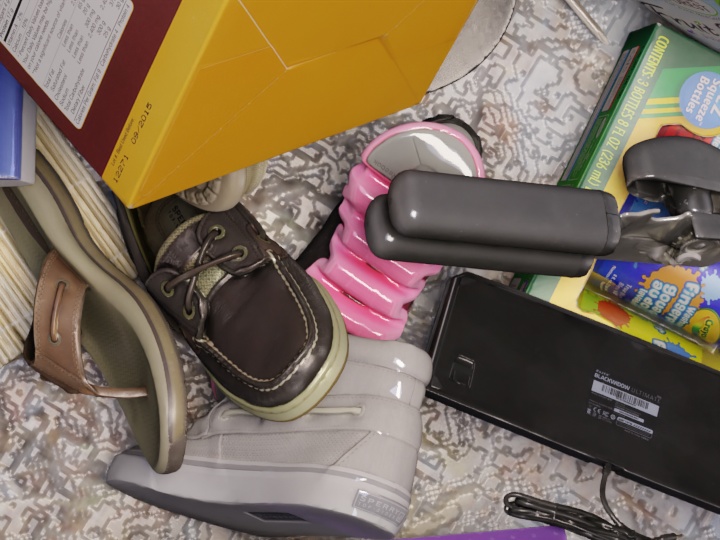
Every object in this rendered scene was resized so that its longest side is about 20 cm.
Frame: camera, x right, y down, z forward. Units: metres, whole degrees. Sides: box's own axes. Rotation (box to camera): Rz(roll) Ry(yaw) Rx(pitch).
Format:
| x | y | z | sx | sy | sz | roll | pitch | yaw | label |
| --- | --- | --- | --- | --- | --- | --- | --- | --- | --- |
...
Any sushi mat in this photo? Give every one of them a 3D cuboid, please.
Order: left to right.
| x | y | z | sx | sy | sz | roll | pitch | yaw | label |
| --- | --- | --- | --- | --- | --- | --- | --- | --- | --- |
| -0.199 | -0.055 | 1.365 | 0.096 | 0.012 | 0.200 | -36 | 94 | -6 | sushi mat |

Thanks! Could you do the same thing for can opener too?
| x | y | z | sx | sy | sz | roll | pitch | yaw | label |
| --- | --- | --- | --- | --- | --- | --- | --- | --- | --- |
| 0.098 | -0.034 | 1.288 | 0.199 | 0.053 | 0.067 | 5 | 64 | -24 | can opener |

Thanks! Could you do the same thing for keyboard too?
| x | y | z | sx | sy | sz | roll | pitch | yaw | label |
| --- | --- | --- | --- | --- | --- | --- | --- | --- | --- |
| 0.120 | 0.086 | 1.304 | 0.200 | 0.021 | 0.127 | 22 | 56 | -6 | keyboard |

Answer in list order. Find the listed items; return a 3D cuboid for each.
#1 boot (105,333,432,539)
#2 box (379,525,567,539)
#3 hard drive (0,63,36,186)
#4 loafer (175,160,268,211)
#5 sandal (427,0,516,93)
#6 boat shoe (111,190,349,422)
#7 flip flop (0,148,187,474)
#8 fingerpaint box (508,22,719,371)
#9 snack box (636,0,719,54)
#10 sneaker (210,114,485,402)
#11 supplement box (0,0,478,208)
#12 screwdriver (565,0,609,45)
| x | y | z | sx | sy | sz | roll | pitch | yaw | label |
| --- | --- | --- | --- | --- | --- | --- | --- | --- | --- |
| -0.041 | 0.075 | 1.314 | 0.073 | 0.200 | 0.096 | 30 | 69 | -40 | boot |
| -0.002 | 0.174 | 1.327 | 0.199 | 0.137 | 0.039 | -4 | 64 | -6 | box |
| -0.218 | -0.140 | 1.317 | 0.132 | 0.025 | 0.201 | -2 | 83 | 22 | hard drive |
| -0.082 | -0.112 | 1.311 | 0.068 | 0.076 | 0.200 | -8 | 52 | -25 | loafer |
| -0.009 | -0.114 | 1.370 | 0.200 | 0.045 | 0.075 | -21 | 93 | -6 | sandal |
| -0.073 | 0.003 | 1.290 | 0.073 | 0.200 | 0.065 | -49 | 128 | 2 | boat shoe |
| -0.143 | 0.019 | 1.301 | 0.057 | 0.081 | 0.200 | -26 | 70 | -25 | flip flop |
| 0.174 | 0.000 | 1.378 | 0.167 | 0.073 | 0.200 | 27 | 88 | -6 | fingerpaint box |
| 0.211 | -0.124 | 1.310 | 0.200 | 0.142 | 0.053 | 28 | 87 | -36 | snack box |
| 0.000 | 0.000 | 1.359 | 0.079 | 0.095 | 0.200 | 37 | 112 | -5 | sneaker |
| -0.072 | -0.165 | 1.215 | 0.197 | 0.133 | 0.200 | -23 | 63 | -43 | supplement box |
| 0.061 | -0.191 | 1.384 | 0.029 | 0.028 | 0.200 | -36 | 91 | -34 | screwdriver |
